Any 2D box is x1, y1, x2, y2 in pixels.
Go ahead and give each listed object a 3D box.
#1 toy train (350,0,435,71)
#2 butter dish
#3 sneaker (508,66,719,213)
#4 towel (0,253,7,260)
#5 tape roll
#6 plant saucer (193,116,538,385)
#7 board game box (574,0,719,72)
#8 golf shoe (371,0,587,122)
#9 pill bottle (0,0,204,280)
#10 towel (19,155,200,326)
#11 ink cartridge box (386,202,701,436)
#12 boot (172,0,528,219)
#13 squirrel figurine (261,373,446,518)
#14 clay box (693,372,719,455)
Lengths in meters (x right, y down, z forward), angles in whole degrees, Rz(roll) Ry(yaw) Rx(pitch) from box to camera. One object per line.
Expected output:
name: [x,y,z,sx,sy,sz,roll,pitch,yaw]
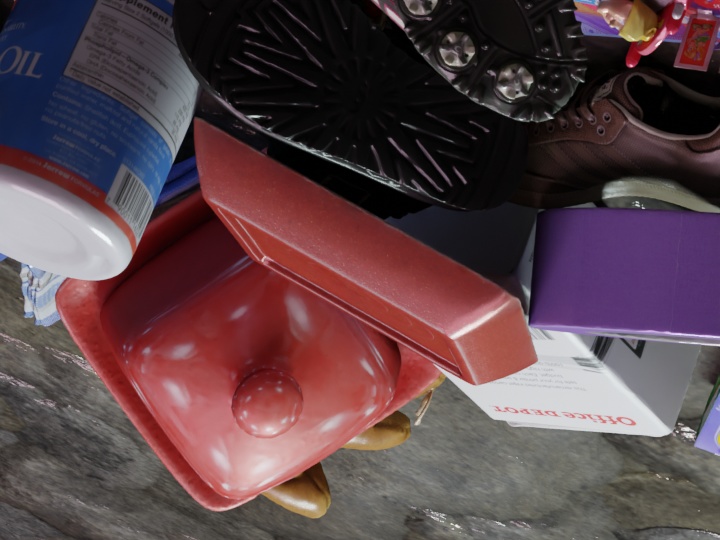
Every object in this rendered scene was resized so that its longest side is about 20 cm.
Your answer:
toy train: [-0.010,-0.154,1.273,0.200,0.034,0.046,33,153,-26]
butter dish: [-0.063,0.058,1.507,0.200,0.199,0.148,56,-173,-21]
sneaker: [0.138,-0.080,1.291,0.199,0.071,0.076,5,131,35]
towel: [-0.180,-0.054,1.505,0.024,0.145,0.200,52,146,-1]
tape roll: [0.192,0.007,1.314,0.199,0.066,0.200,6,178,0]
plant saucer: [0.000,0.000,1.340,0.199,0.037,0.200,29,173,12]
board game box: [0.117,-0.141,1.172,0.199,0.039,0.158,8,154,31]
golf shoe: [0.031,-0.152,1.159,0.200,0.077,0.088,46,179,0]
pill bottle: [-0.138,-0.106,1.277,0.112,0.201,0.112,18,158,8]
towel: [-0.156,-0.019,1.584,0.024,0.146,0.200,61,169,8]
ink cartridge box: [0.101,0.018,1.500,0.145,0.085,0.200,3,152,40]
boot: [-0.024,-0.089,1.286,0.211,0.080,0.158,32,172,-18]
squirrel figurine: [-0.040,0.060,1.673,0.199,0.142,0.186,29,151,-23]
clay box: [0.323,0.111,1.562,0.199,0.048,0.115,20,159,7]
